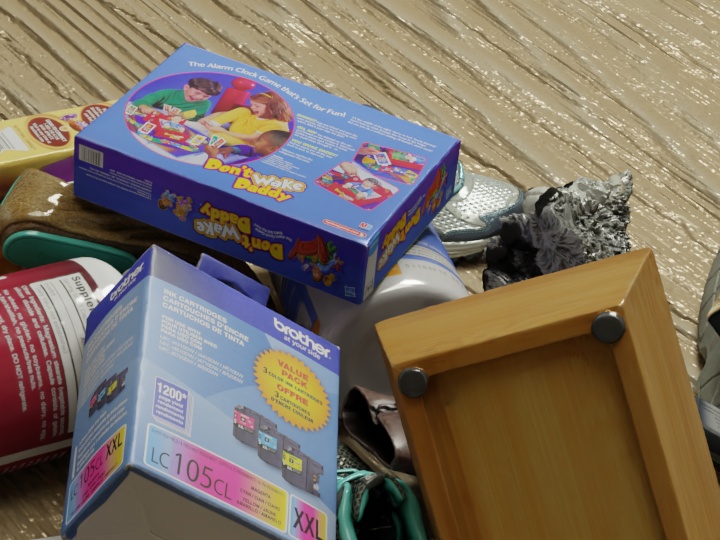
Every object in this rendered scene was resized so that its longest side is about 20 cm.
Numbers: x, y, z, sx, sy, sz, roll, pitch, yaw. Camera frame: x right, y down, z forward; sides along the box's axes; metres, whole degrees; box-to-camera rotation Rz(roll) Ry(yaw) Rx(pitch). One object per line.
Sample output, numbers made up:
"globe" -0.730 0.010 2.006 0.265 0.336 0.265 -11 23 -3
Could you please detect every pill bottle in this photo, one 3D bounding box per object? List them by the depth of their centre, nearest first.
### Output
"pill bottle" -0.193 0.057 1.328 0.199 0.114 0.113 -14 39 -29
"pill bottle" 0.000 0.000 1.448 0.111 0.113 0.200 -3 35 -15

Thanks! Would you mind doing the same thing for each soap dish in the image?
"soap dish" 0.103 0.106 1.191 0.156 0.201 0.081 -15 5 14

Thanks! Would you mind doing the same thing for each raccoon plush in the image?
"raccoon plush" 0.169 0.019 1.510 0.134 0.097 0.201 -15 67 -50

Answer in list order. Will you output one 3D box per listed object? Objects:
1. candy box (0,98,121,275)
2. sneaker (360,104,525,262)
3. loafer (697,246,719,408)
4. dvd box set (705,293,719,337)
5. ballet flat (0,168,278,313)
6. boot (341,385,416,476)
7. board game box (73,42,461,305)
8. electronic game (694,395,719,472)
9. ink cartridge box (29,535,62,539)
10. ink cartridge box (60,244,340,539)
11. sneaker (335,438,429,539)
"candy box" -0.186 -0.044 1.475 0.199 0.117 0.056 -15 39 -28
"sneaker" 0.019 -0.065 1.570 0.198 0.087 0.078 8 34 2
"loafer" 0.261 0.043 1.483 0.063 0.072 0.201 29 38 -10
"dvd box set" 0.305 0.031 1.459 0.146 0.029 0.200 48 38 -6
"ballet flat" -0.136 -0.017 1.429 0.199 0.068 0.073 19 54 -24
"boot" 0.090 0.125 1.288 0.165 0.073 0.200 10 15 -25
"board game box" -0.056 -0.063 1.386 0.199 0.045 0.135 21 39 18
"electronic game" 0.161 0.081 1.331 0.199 0.042 0.200 27 -3 1
"ink cartridge box" -0.181 0.186 1.207 0.199 0.037 0.095 -4 36 -21
"ink cartridge box" -0.084 0.080 1.245 0.136 0.076 0.201 29 35 -24
"sneaker" 0.005 0.140 1.258 0.077 0.092 0.200 -7 36 -21
